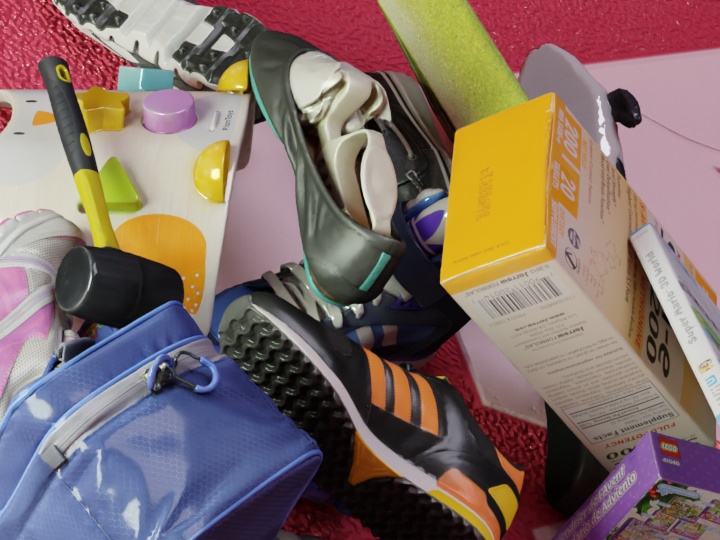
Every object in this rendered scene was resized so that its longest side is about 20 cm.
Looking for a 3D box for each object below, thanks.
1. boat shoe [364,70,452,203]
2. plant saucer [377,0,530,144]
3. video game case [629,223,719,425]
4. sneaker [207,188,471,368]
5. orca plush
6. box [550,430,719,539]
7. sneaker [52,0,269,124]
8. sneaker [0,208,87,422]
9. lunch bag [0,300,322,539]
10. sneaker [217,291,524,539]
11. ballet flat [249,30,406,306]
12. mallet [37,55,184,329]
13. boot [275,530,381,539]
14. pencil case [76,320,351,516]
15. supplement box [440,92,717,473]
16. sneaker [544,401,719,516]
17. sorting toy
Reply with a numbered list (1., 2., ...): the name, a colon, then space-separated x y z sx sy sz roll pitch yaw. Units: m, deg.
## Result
1. boat shoe: 0.022 -0.057 1.805 0.071 0.072 0.200 2 37 -26
2. plant saucer: 0.077 -0.104 1.805 0.200 0.048 0.200 61 1 34
3. video game case: 0.217 0.072 1.562 0.143 0.018 0.200 49 12 -30
4. sneaker: 0.000 0.000 1.649 0.200 0.146 0.081 -3 52 -40
5. orca plush: 0.165 -0.063 1.909 0.200 0.105 0.071 54 7 35
6. box: 0.220 0.169 1.645 0.200 0.137 0.039 16 42 -24
7. sneaker: -0.126 -0.147 1.783 0.200 0.091 0.066 31 71 31
8. sneaker: -0.189 0.047 1.507 0.088 0.081 0.200 26 45 3
9. lunch bag: -0.123 0.111 1.394 0.132 0.200 0.136 43 43 15
10. sneaker: 0.008 0.077 1.528 0.200 0.070 0.090 45 44 -7
11. ballet flat: -0.010 -0.073 1.614 0.068 0.068 0.200 10 50 -38
12. mallet: -0.143 -0.044 1.554 0.066 0.041 0.200 21 36 -31
13. boot: 0.038 0.205 1.524 0.174 0.069 0.200 2 46 -35
14. pencil case: -0.069 0.085 1.561 0.200 0.078 0.087 16 19 -22
15. supplement box: 0.132 0.011 1.632 0.200 0.073 0.126 47 35 -36
16. sneaker: 0.176 0.090 1.757 0.108 0.067 0.201 24 42 -16
17. sorting toy: -0.160 -0.065 1.647 0.180 0.107 0.200 9 33 0
